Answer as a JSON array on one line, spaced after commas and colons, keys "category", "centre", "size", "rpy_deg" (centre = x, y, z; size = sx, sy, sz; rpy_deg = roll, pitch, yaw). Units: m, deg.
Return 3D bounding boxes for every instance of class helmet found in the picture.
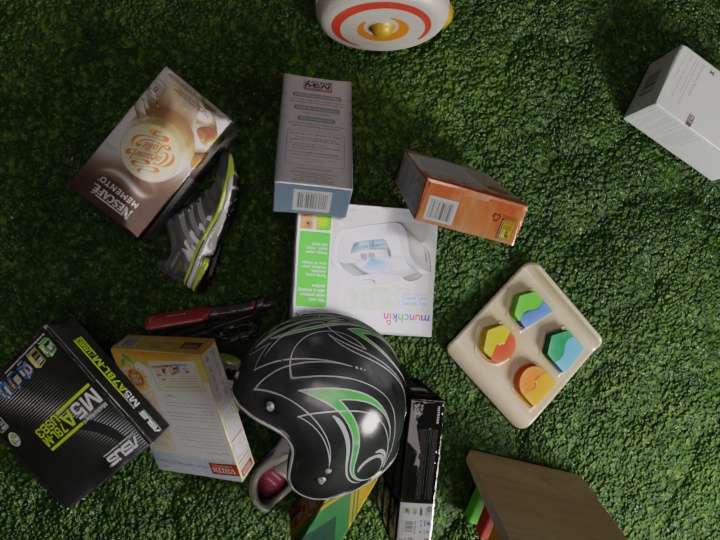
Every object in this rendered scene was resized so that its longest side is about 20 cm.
[{"category": "helmet", "centre": [-0.045, 0.145, 0.641], "size": [0.198, 0.200, 0.193], "rpy_deg": [-18, 110, -8]}]

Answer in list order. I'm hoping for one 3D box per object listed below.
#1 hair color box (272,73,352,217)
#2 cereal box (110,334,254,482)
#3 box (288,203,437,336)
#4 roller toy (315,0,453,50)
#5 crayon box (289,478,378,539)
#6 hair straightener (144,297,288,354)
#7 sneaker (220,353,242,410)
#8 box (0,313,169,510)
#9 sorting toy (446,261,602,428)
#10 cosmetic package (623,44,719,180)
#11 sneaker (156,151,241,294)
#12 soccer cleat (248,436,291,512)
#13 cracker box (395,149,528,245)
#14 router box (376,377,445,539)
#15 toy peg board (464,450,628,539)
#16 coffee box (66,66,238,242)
[{"category": "hair color box", "centre": [-0.063, -0.172, 0.721], "size": [0.098, 0.061, 0.202], "rpy_deg": [5, 58, -9]}, {"category": "cereal box", "centre": [-0.228, 0.180, 0.693], "size": [0.142, 0.040, 0.202], "rpy_deg": [0, 116, 21]}, {"category": "box", "centre": [0.000, 0.000, 0.763], "size": [0.198, 0.097, 0.179], "rpy_deg": [5, 88, -9]}, {"category": "roller toy", "centre": [0.030, -0.385, 0.722], "size": [0.180, 0.200, 0.142], "rpy_deg": [0, 90, 14]}, {"category": "crayon box", "centre": [-0.027, 0.292, 0.746], "size": [0.051, 0.127, 0.201], "rpy_deg": [33, 85, -8]}, {"category": "hair straightener", "centre": [-0.200, 0.083, 0.768], "size": [0.198, 0.041, 0.078], "rpy_deg": [-13, 118, -14]}, {"category": "sneaker", "centre": [-0.175, 0.170, 0.754], "size": [0.198, 0.077, 0.086], "rpy_deg": [19, 118, -6]}, {"category": "box", "centre": [-0.378, 0.188, 0.690], "size": [0.199, 0.048, 0.194], "rpy_deg": [-37, 94, 21]}, {"category": "sorting toy", "centre": [0.261, 0.118, 0.834], "size": [0.200, 0.036, 0.185], "rpy_deg": [-44, 97, -6]}, {"category": "cosmetic package", "centre": [0.542, -0.246, 0.853], "size": [0.199, 0.081, 0.114], "rpy_deg": [28, 84, -7]}, {"category": "sneaker", "centre": [-0.223, -0.073, 0.741], "size": [0.080, 0.074, 0.202], "rpy_deg": [19, 86, -5]}, {"category": "soccer cleat", "centre": [-0.084, 0.253, 0.756], "size": [0.070, 0.086, 0.201], "rpy_deg": [37, 85, -7]}, {"category": "cracker box", "centre": [0.127, -0.106, 0.728], "size": [0.132, 0.200, 0.058], "rpy_deg": [14, 111, -8]}, {"category": "router box", "centre": [0.066, 0.263, 0.748], "size": [0.050, 0.149, 0.203], "rpy_deg": [6, 90, -8]}, {"category": "toy peg board", "centre": [0.257, 0.376, 0.765], "size": [0.198, 0.199, 0.099], "rpy_deg": [15, 104, -9]}, {"category": "coffee box", "centre": [-0.274, -0.152, 0.725], "size": [0.114, 0.080, 0.201], "rpy_deg": [37, 85, -7]}]
